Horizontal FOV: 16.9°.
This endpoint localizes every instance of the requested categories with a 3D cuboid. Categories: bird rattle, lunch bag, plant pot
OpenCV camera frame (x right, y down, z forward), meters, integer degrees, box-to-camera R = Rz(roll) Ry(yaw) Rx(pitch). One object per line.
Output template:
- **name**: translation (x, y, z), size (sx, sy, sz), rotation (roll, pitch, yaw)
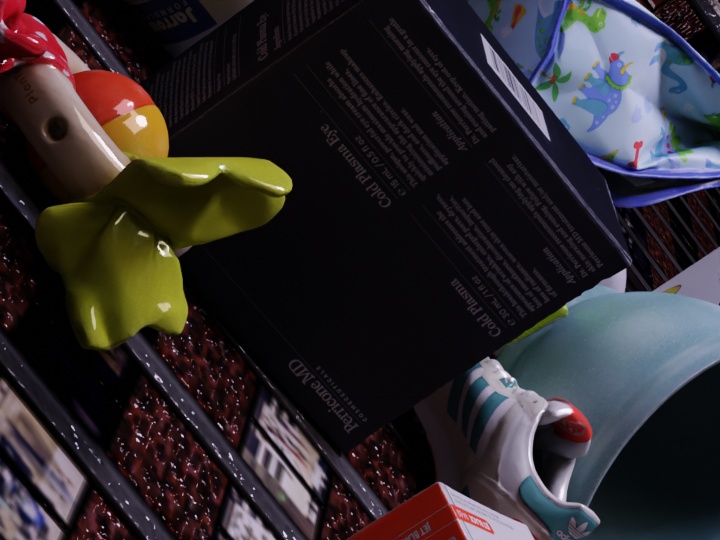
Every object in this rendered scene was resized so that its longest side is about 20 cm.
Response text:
- **bird rattle**: translation (-0.131, -0.059, 1.075), size (0.200, 0.113, 0.163), rotation (44, 1, 6)
- **lunch bag**: translation (0.154, -0.123, 1.580), size (0.200, 0.127, 0.170), rotation (19, 12, -30)
- **plant pot**: translation (0.158, 0.092, 1.453), size (0.134, 0.200, 0.200), rotation (41, 3, 38)

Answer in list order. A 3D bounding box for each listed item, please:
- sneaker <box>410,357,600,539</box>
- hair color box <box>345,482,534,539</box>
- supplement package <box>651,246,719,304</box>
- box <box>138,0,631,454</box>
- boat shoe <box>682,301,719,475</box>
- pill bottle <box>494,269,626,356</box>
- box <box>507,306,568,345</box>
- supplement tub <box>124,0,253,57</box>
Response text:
- **sneaker**: translation (0.083, 0.088, 1.342), size (0.070, 0.093, 0.200), rotation (43, 25, -39)
- **hair color box**: translation (0.077, 0.207, 1.145), size (0.111, 0.064, 0.200), rotation (33, 28, -59)
- **supplement package**: translation (0.243, 0.092, 1.663), size (0.151, 0.200, 0.152), rotation (53, 14, -9)
- **box**: translation (0.003, -0.045, 1.225), size (0.200, 0.182, 0.104), rotation (50, 15, -23)
- **boat shoe**: translation (0.234, 0.077, 1.548), size (0.060, 0.200, 0.076), rotation (36, 28, 23)
- **pill bottle**: translation (0.102, -0.015, 1.589), size (0.112, 0.112, 0.200), rotation (52, 4, -15)
- **box**: translation (0.050, -0.055, 1.376), size (0.200, 0.048, 0.122), rotation (62, 6, 7)
- **supplement tub**: translation (-0.086, -0.208, 1.376), size (0.200, 0.145, 0.145), rotation (50, 15, -20)
